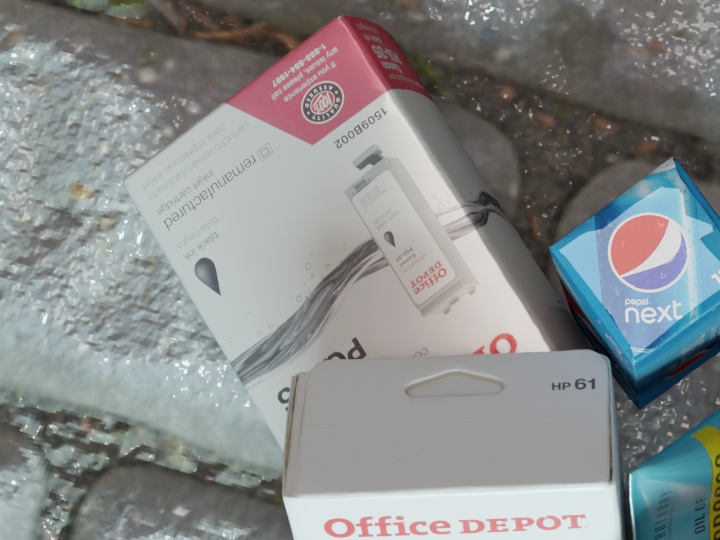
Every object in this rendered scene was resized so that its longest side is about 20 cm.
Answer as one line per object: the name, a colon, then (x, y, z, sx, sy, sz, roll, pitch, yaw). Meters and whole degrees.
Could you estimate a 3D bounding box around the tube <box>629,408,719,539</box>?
tube: (0.176, 0.085, 0.979, 0.050, 0.199, 0.078, 10, 117, 39)

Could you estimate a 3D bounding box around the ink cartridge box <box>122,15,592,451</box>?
ink cartridge box: (0.000, 0.000, 1.058, 0.146, 0.083, 0.201, -35, 77, 13)

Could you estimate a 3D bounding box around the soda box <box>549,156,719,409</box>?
soda box: (0.135, 0.011, 0.985, 0.068, 0.200, 0.064, -36, 77, 1)

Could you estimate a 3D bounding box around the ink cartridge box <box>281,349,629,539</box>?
ink cartridge box: (0.051, 0.138, 0.977, 0.143, 0.201, 0.085, -4, 39, 8)
